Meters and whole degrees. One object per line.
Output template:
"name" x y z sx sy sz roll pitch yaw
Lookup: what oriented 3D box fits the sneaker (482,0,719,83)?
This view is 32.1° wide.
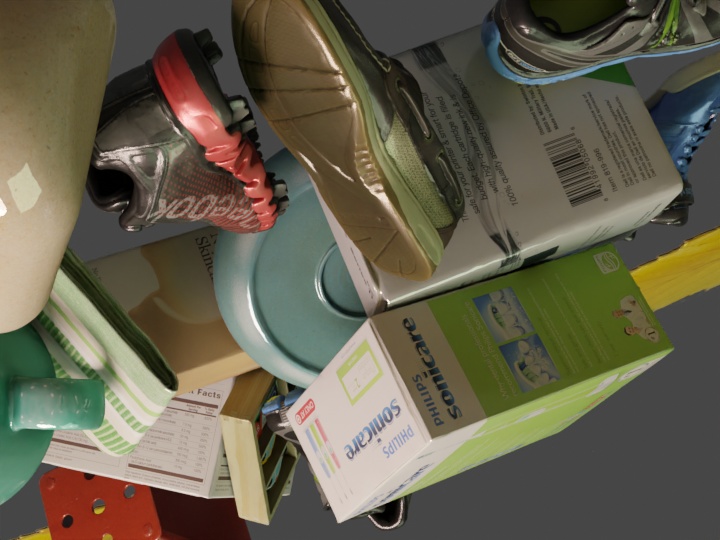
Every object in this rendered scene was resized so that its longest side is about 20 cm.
"sneaker" 0.168 -0.162 0.714 0.200 0.071 0.083 -19 171 -5

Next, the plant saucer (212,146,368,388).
"plant saucer" 0.000 0.000 0.859 0.200 0.200 0.027 -23 -155 -4

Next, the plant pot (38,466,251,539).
"plant pot" -0.268 0.295 1.492 0.200 0.200 0.176 -26 153 10

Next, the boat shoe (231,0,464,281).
"boat shoe" 0.000 -0.083 0.659 0.072 0.201 0.066 7 -131 40

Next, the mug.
"mug" -0.252 0.089 0.767 0.152 0.185 0.114 -57 166 1

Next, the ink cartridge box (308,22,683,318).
"ink cartridge box" 0.073 -0.069 0.779 0.200 0.147 0.083 -20 168 -10

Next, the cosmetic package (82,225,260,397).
"cosmetic package" -0.107 0.025 0.919 0.200 0.105 0.071 -20 167 -22

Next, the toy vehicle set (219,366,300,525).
"toy vehicle set" -0.058 0.089 1.023 0.027 0.200 0.124 10 134 15

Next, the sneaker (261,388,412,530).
"sneaker" -0.007 0.146 0.968 0.071 0.083 0.200 -17 143 20

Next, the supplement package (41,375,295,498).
"supplement package" -0.151 0.123 1.058 0.156 0.111 0.200 9 173 16

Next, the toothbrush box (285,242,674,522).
"toothbrush box" 0.075 0.071 0.805 0.200 0.086 0.146 -18 160 -32

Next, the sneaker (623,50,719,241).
"sneaker" 0.269 -0.097 1.051 0.200 0.111 0.077 -32 164 27

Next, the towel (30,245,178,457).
"towel" -0.182 0.044 0.794 0.023 0.153 0.200 -39 175 -29

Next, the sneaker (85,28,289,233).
"sneaker" -0.099 -0.059 0.688 0.098 0.071 0.200 -27 164 0

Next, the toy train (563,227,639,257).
"toy train" 0.130 -0.063 0.951 0.200 0.114 0.087 -13 162 -36

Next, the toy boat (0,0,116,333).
"toy boat" -0.179 -0.061 0.519 0.131 0.131 0.200 13 153 -16
